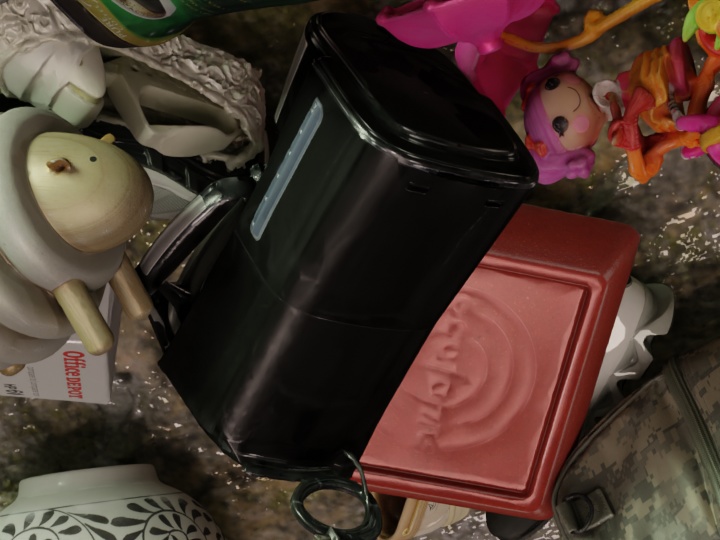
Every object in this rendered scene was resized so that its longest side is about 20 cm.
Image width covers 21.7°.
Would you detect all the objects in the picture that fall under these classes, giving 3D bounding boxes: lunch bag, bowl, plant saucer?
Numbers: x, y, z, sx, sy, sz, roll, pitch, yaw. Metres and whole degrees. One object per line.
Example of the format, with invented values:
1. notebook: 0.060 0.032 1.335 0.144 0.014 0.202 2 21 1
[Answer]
1. lunch bag: 0.222 0.145 1.151 0.167 0.140 0.200 -28 148 17
2. bowl: -0.170 0.176 1.197 0.199 0.201 0.095 -7 81 -1
3. plant saucer: 0.048 0.054 1.095 0.198 0.037 0.201 10 112 -10

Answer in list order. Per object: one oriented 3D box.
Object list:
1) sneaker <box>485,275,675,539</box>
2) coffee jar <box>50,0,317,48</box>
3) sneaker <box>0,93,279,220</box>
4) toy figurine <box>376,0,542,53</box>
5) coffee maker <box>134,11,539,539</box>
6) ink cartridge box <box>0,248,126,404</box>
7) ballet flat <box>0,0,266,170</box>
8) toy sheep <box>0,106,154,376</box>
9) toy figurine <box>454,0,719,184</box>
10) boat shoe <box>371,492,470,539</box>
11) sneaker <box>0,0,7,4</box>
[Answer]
1. sneaker: 0.110 0.078 1.171 0.088 0.074 0.201 20 113 -14
2. coffee jar: -0.075 -0.161 0.838 0.199 0.086 0.104 -4 136 52
3. sneaker: -0.125 -0.062 1.070 0.198 0.075 0.079 3 157 -11
4. toy figurine: 0.037 -0.200 0.895 0.149 0.200 0.185 -18 138 -23
5. coffee maker: 0.000 0.000 0.953 0.192 0.134 0.201 44 121 21
6. ink cartridge box: -0.234 0.014 1.066 0.198 0.086 0.145 4 163 -5
7. ballet flat: -0.125 -0.098 0.964 0.199 0.072 0.072 14 128 -38
8. toy sheep: -0.186 -0.009 0.933 0.199 0.139 0.138 -24 124 23
9. toy figurine: 0.139 -0.107 0.985 0.183 0.202 0.150 -16 165 25
10. boat shoe: 0.025 0.095 1.164 0.069 0.074 0.201 -28 130 -24
11. sneaker: -0.244 -0.158 0.876 0.198 0.077 0.079 14 120 20
